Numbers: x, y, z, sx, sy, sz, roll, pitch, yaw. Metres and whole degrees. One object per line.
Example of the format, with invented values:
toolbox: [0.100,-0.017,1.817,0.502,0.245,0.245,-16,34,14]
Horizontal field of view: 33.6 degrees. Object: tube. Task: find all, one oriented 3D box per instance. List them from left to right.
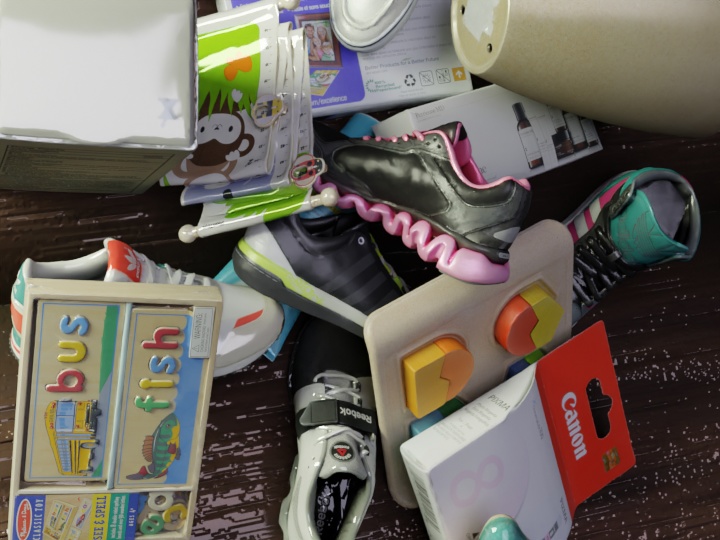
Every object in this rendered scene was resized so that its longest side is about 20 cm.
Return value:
tube: [-0.042,-0.032,0.938,0.077,0.050,0.200,36,80,-2]

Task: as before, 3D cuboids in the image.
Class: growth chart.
growth chart: [-0.093,-0.113,0.873,0.144,0.018,0.201,-18,64,18]

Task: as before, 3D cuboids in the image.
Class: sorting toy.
sorting toy: [0.095,0.080,0.922,0.185,0.036,0.200,-28,132,-20]

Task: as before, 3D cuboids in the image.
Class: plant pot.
plant pot: [0.178,-0.196,0.915,0.199,0.187,0.188,-2,85,-22]

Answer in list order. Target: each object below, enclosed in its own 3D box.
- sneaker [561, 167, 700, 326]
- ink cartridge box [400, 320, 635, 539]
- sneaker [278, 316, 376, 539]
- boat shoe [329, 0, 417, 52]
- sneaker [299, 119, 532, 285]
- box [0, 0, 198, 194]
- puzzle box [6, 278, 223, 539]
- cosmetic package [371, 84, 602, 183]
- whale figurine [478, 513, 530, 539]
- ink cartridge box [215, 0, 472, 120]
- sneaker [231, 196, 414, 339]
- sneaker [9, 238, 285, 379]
sneaker: [0.208,-0.015,0.980,0.084,0.121,0.200,45,73,-9]
ink cartridge box: [0.140,0.156,0.936,0.200,0.057,0.163,-27,121,-14]
sneaker: [-0.015,0.127,0.905,0.074,0.088,0.201,5,80,-17]
boat shoe: [0.027,-0.263,0.889,0.074,0.086,0.202,26,97,8]
sneaker: [0.039,-0.071,0.857,0.200,0.079,0.096,32,109,24]
box: [-0.192,-0.120,0.808,0.127,0.200,0.109,2,84,-20]
puzzle box: [-0.174,0.102,0.834,0.133,0.025,0.201,2,113,-18]
cosmetic package: [0.107,-0.107,0.962,0.200,0.051,0.083,-22,90,-38]
whale figurine: [0.062,0.268,0.867,0.159,0.104,0.200,41,111,-15]
ink cartridge box: [-0.020,-0.224,0.964,0.197,0.043,0.201,-11,90,-20]
sneaker: [0.000,0.000,0.893,0.200,0.072,0.083,22,100,-28]
sneaker: [-0.150,0.024,0.848,0.199,0.094,0.070,-1,47,-12]
